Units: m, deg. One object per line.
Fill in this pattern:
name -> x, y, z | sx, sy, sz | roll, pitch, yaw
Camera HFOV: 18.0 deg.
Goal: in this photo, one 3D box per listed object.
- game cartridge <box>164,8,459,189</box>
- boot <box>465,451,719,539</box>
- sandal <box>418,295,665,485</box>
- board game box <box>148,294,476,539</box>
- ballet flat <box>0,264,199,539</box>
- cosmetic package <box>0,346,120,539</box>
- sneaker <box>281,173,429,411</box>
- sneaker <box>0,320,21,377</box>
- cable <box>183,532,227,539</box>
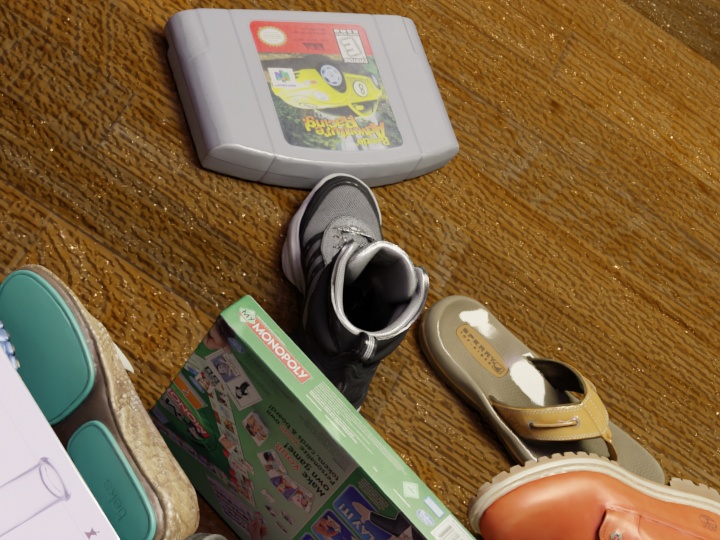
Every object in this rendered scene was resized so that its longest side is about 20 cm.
game cartridge -> -0.030, -0.119, 1.583 | 0.199, 0.041, 0.134 | -2, 63, -31
boot -> 0.165, 0.180, 1.439 | 0.199, 0.075, 0.107 | 11, 38, -23
sandal -> 0.124, 0.086, 1.511 | 0.200, 0.054, 0.080 | 45, 48, 5
board game box -> -0.034, 0.126, 1.339 | 0.200, 0.135, 0.029 | 47, 48, 7
ballet flat -> -0.156, 0.087, 1.356 | 0.065, 0.070, 0.200 | 7, 53, -60
cosmetic package -> -0.248, 0.107, 1.244 | 0.151, 0.052, 0.200 | -30, 81, -22
sneaker -> 0.000, 0.000, 1.460 | 0.075, 0.114, 0.201 | 20, 50, -17
sneaker -> -0.267, 0.010, 1.329 | 0.085, 0.077, 0.200 | -12, 64, -31
cable -> -0.100, 0.188, 1.263 | 0.200, 0.050, 0.098 | 18, 59, -61
